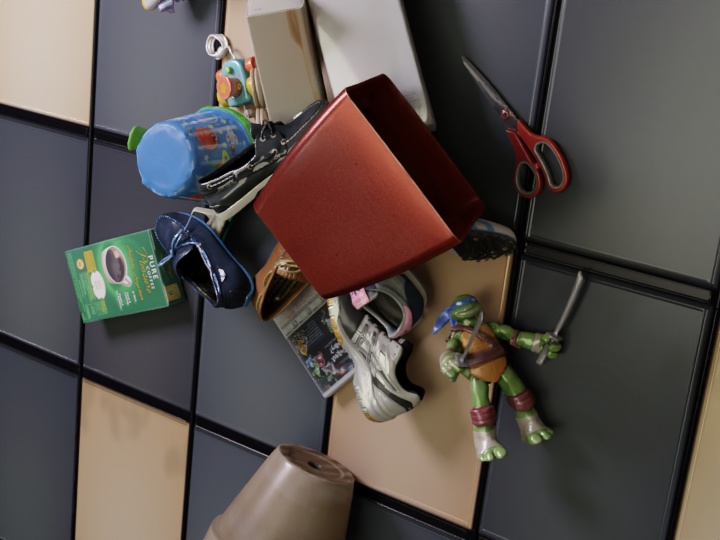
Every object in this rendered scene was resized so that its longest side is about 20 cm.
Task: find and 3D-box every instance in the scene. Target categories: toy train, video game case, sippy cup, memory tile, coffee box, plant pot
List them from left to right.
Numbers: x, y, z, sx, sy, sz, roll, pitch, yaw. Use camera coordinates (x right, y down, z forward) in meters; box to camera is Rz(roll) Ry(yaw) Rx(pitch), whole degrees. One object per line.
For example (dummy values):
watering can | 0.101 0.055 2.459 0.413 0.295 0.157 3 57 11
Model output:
coffee box | -0.364 0.008 1.759 0.200 0.044 0.123 -13 93 36
sippy cup | -0.220 -0.148 1.501 0.178 0.130 0.140 -19 88 30
toy train | -0.211 -0.222 1.596 0.150 0.056 0.200 32 117 25
memory tile | -0.115 -0.166 1.495 0.017 0.153 0.200 -8 98 3
plant pot | -0.096 0.341 1.570 0.200 0.200 0.174 27 98 28
video game case | -0.032 0.047 1.551 0.200 0.023 0.182 -42 75 32
plant pot | 0.001 -0.082 1.286 0.176 0.200 0.200 -36 93 20

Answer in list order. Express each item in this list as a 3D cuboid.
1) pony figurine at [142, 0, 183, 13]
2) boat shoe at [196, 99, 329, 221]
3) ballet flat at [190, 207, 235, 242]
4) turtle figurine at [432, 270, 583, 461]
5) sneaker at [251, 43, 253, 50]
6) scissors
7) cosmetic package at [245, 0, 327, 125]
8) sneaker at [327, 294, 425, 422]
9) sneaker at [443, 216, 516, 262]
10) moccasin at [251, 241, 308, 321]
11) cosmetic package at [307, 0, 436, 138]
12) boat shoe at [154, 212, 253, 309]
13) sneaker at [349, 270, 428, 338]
pony figurine | -0.240 -0.436 1.530 0.200 0.166 0.193 -36 71 50
boat shoe | -0.119 -0.148 1.382 0.199 0.075 0.066 -39 111 16
ballet flat | -0.203 -0.084 1.607 0.062 0.067 0.200 28 118 -4
turtle figurine | 0.170 0.121 1.352 0.200 0.144 0.194 -13 96 40
sneaker | -0.082 -0.365 1.466 0.200 0.081 0.084 -44 45 23
scissors | 0.186 -0.179 1.357 0.073 0.014 0.200 -26 84 38
cosmetic package | -0.086 -0.248 1.425 0.071 0.105 0.200 -8 124 4
sneaker | 0.023 0.092 1.475 0.088 0.076 0.200 -21 91 20
sneaker | 0.099 -0.059 1.413 0.200 0.072 0.073 10 62 23
moccasin | -0.085 -0.008 1.504 0.201 0.074 0.078 -45 39 31
cosmetic package | 0.015 -0.257 1.395 0.113 0.081 0.200 -13 90 8
boat shoe | -0.227 -0.020 1.564 0.200 0.069 0.084 35 123 34
sneaker | 0.000 0.000 1.412 0.200 0.082 0.070 41 134 -11
